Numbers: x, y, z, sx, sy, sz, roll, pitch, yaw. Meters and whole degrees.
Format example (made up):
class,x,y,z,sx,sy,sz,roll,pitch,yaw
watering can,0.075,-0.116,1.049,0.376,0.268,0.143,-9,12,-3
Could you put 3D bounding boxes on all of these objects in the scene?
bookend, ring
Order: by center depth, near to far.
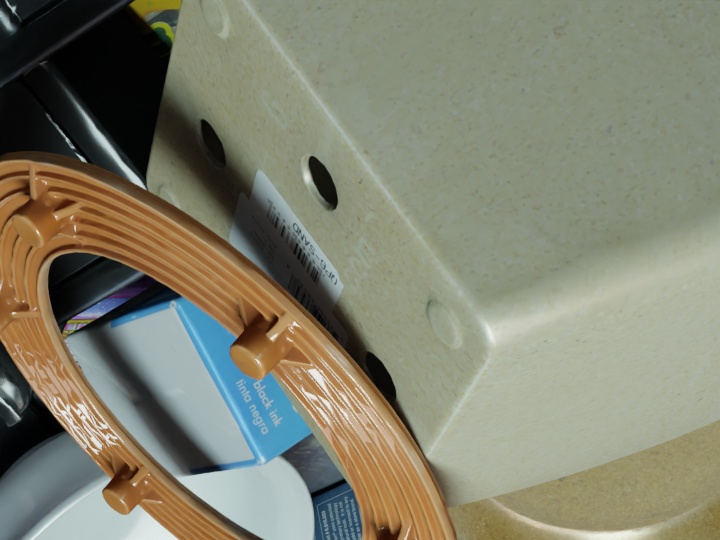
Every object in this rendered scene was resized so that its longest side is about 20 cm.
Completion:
class,x,y,z,sx,sy,sz,roll,pitch,yaw
ring,-0.053,0.048,0.565,0.019,0.200,0.201,-46,151,-29
bookend,-0.099,-0.083,0.625,0.198,0.092,0.200,-28,113,21

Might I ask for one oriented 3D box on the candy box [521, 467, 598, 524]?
class,x,y,z,sx,sy,sz,roll,pitch,yaw
candy box,0.165,0.076,0.988,0.116,0.057,0.201,10,133,-24

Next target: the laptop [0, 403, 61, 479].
class,x,y,z,sx,sy,sz,roll,pitch,yaw
laptop,-0.222,0.173,0.945,0.199,0.104,0.178,-22,140,9

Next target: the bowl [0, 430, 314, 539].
class,x,y,z,sx,sy,sz,roll,pitch,yaw
bowl,-0.129,0.143,0.925,0.200,0.090,0.202,-23,135,-25

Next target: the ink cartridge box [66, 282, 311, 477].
class,x,y,z,sx,sy,sz,roll,pitch,yaw
ink cartridge box,0.000,0.000,0.707,0.199,0.068,0.116,-32,-172,-28

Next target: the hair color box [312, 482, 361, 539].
class,x,y,z,sx,sy,sz,roll,pitch,yaw
hair color box,-0.035,0.189,1.054,0.199,0.061,0.100,-26,139,13

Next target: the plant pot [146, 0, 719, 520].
class,x,y,z,sx,sy,sz,roll,pitch,yaw
plant pot,0.049,-0.043,0.545,0.176,0.200,0.200,-29,163,-26

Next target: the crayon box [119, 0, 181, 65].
class,x,y,z,sx,sy,sz,roll,pitch,yaw
crayon box,-0.027,-0.102,0.725,0.199,0.051,0.127,-22,140,10

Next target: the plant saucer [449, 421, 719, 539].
class,x,y,z,sx,sy,sz,roll,pitch,yaw
plant saucer,0.123,0.096,0.932,0.198,0.036,0.201,2,133,2

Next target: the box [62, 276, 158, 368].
class,x,y,z,sx,sy,sz,roll,pitch,yaw
box,-0.122,0.013,0.805,0.198,0.039,0.137,1,160,-18
